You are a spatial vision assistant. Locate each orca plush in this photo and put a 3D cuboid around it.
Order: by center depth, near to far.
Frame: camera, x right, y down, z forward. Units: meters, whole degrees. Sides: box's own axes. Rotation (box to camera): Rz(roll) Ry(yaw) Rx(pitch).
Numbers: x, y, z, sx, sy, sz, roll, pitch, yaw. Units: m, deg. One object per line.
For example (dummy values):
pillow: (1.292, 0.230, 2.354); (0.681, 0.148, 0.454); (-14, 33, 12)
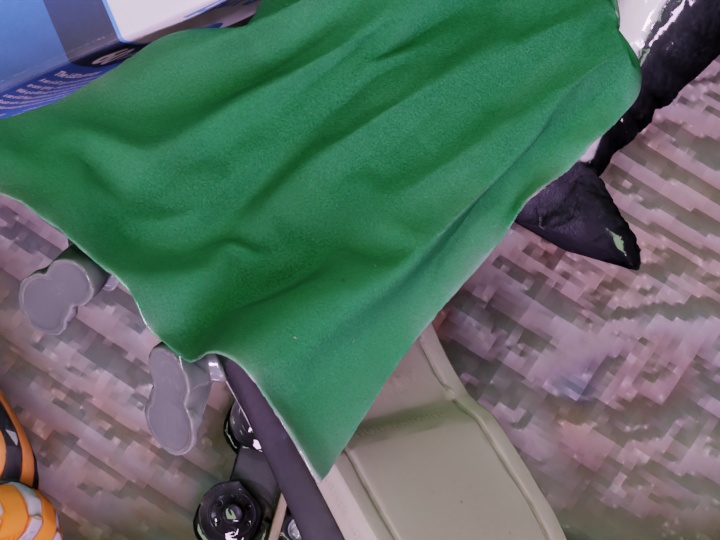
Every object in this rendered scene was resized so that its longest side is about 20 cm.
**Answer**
orca plush: (0.111, -0.088, 0.794); (0.071, 0.105, 0.201); (28, 74, -22)

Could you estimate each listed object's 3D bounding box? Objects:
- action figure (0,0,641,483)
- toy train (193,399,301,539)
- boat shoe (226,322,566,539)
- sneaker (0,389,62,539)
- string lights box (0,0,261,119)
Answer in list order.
action figure: (0.006, -0.033, 0.709); (0.118, 0.055, 0.200); (44, 52, 11)
toy train: (0.000, 0.000, 0.797); (0.046, 0.034, 0.201); (18, 77, -3)
boat shoe: (-0.013, 0.029, 0.732); (0.072, 0.063, 0.200); (-4, 50, -31)
sneaker: (-0.179, 0.080, 0.773); (0.200, 0.078, 0.112); (-31, 61, 1)
string lights box: (-0.116, -0.061, 0.752); (0.199, 0.103, 0.059); (-22, 91, 14)
